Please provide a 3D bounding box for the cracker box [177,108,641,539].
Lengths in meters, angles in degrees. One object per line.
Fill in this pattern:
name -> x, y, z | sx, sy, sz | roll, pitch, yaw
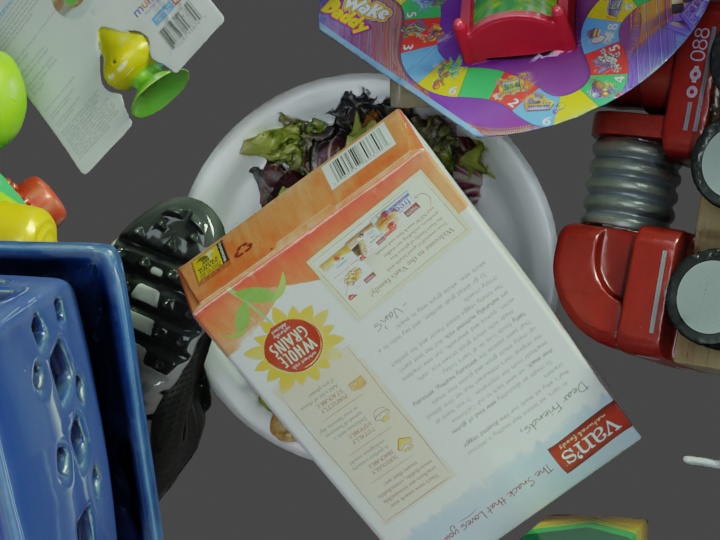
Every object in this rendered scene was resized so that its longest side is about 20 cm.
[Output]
cracker box -> 0.025, 0.041, 1.335 | 0.134, 0.058, 0.200 | -35, 116, 5

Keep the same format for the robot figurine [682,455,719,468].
robot figurine -> 0.254, 0.094, 1.291 | 0.200, 0.170, 0.113 | -6, 53, 36

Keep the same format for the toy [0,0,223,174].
toy -> -0.152, -0.160, 1.421 | 0.115, 0.047, 0.200 | -46, 67, 24

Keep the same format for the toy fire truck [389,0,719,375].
toy fire truck -> 0.122, -0.049, 1.350 | 0.200, 0.129, 0.176 | 9, 86, 31

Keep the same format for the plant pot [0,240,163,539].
plant pot -> -0.204, 0.086, 1.280 | 0.200, 0.180, 0.200 | 1, 111, 22

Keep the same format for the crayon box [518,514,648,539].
crayon box -> 0.104, 0.223, 1.312 | 0.058, 0.173, 0.200 | 1, 90, 11

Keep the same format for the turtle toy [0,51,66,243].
turtle toy -> -0.206, -0.020, 1.400 | 0.146, 0.101, 0.200 | 10, 114, 18

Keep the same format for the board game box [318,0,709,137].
board game box -> 0.069, -0.151, 1.329 | 0.158, 0.039, 0.200 | -41, 50, -14

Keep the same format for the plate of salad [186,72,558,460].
plate of salad -> 0.000, 0.000, 1.397 | 0.200, 0.048, 0.200 | 0, 90, 12

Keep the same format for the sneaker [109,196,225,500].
sneaker -> -0.107, 0.050, 1.392 | 0.066, 0.090, 0.200 | 23, 109, 13
